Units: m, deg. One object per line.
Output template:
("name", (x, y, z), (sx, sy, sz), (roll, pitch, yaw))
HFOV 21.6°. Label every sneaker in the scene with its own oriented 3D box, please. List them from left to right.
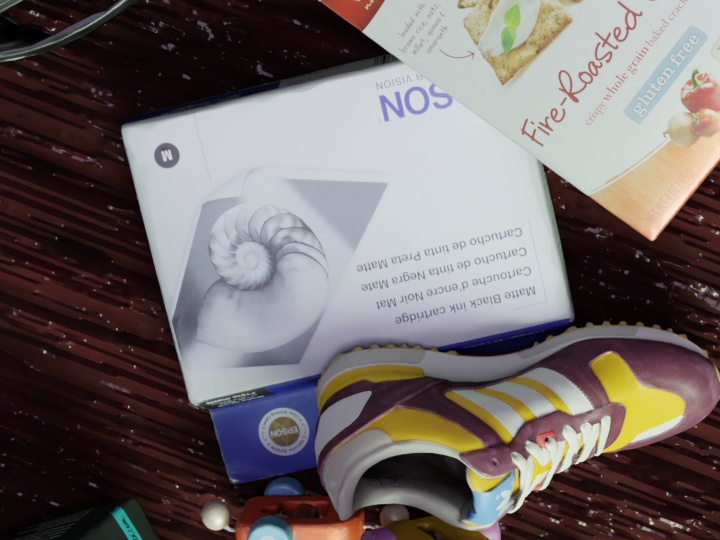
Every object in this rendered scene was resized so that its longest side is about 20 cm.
("sneaker", (0.078, 0.083, 0.903), (0.198, 0.090, 0.075), (-6, 132, 1))

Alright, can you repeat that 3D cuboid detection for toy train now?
("toy train", (-0.007, 0.156, 0.890), (0.149, 0.200, 0.056), (-2, 104, 2))

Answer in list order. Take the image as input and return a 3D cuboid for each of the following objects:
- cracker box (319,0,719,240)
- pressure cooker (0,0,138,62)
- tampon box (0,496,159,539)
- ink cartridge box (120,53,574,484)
("cracker box", (0.092, -0.127, 0.839), (0.199, 0.058, 0.134), (35, 114, -5))
("pressure cooker", (-0.161, -0.198, 0.831), (0.175, 0.179, 0.201), (-22, 105, 48))
("tampon box", (-0.171, 0.229, 0.900), (0.126, 0.200, 0.151), (-20, 102, 35))
("ink cartridge box", (0.000, 0.000, 0.933), (0.198, 0.041, 0.201), (-14, 102, 6))
